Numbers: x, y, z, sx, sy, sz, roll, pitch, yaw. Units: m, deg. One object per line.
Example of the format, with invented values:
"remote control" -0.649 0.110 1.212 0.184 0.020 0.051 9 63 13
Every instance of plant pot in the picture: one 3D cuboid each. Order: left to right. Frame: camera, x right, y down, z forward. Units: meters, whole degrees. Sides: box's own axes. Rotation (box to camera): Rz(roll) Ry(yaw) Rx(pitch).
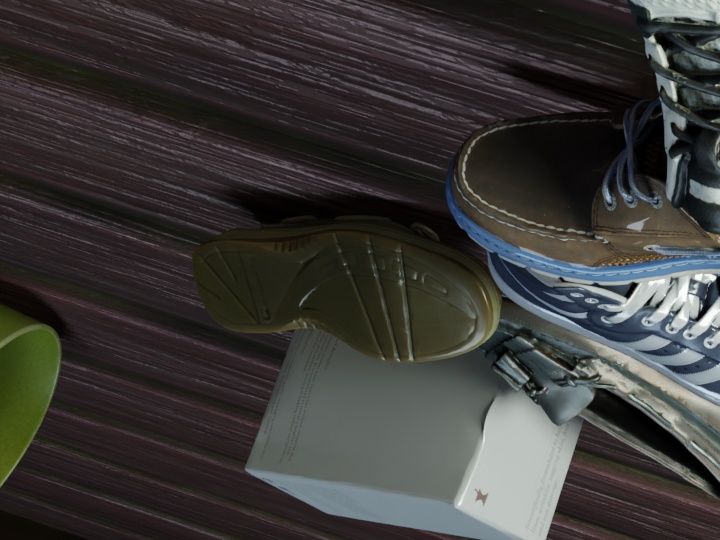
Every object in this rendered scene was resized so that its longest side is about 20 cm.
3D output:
"plant pot" -0.358 0.071 1.827 0.199 0.188 0.187 31 169 15

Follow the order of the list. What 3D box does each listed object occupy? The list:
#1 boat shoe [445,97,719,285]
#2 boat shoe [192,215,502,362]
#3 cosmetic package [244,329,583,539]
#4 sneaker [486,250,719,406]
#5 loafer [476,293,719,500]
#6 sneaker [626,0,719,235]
"boat shoe" 0.127 -0.037 0.954 0.198 0.073 0.072 5 158 14
"boat shoe" 0.000 0.002 1.288 0.200 0.063 0.074 1 112 43
"cosmetic package" 0.033 0.093 1.467 0.081 0.114 0.199 31 164 -39
"sneaker" 0.145 0.008 1.078 0.199 0.071 0.109 19 168 13
"loafer" 0.131 0.064 1.321 0.199 0.063 0.072 22 166 -8
"sneaker" 0.130 -0.059 0.813 0.075 0.088 0.200 11 162 36
